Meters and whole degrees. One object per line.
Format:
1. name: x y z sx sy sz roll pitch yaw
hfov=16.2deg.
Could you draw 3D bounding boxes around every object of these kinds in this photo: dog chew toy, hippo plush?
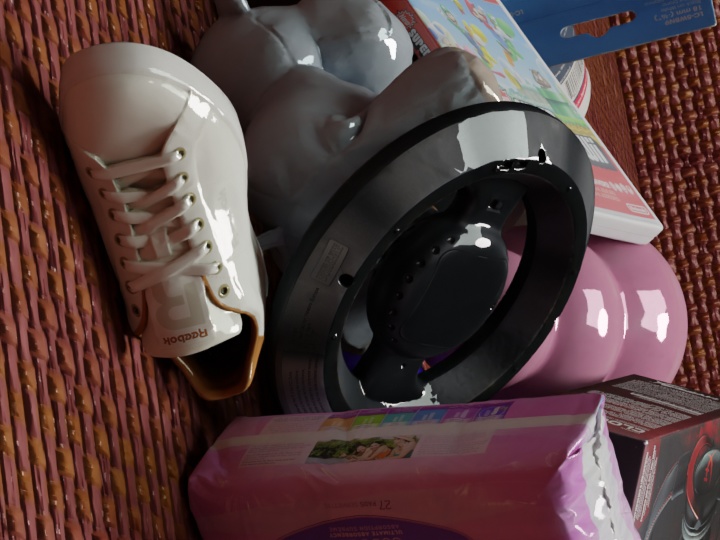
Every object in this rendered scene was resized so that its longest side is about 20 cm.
1. dog chew toy: 0.099 0.029 1.405 0.200 0.124 0.125 5 72 -56
2. hippo plush: -0.024 -0.059 1.303 0.161 0.200 0.159 -126 -155 -49

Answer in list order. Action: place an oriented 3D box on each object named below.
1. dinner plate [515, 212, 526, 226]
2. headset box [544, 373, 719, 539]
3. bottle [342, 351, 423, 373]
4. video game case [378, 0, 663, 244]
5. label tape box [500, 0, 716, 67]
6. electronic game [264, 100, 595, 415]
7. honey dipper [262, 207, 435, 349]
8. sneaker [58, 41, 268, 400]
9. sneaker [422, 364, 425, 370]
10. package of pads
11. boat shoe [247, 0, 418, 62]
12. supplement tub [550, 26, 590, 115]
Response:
1. dinner plate: 0.065 -0.031 1.579 0.024 0.200 0.200 -14 93 -35
2. headset box: 0.125 0.140 1.295 0.200 0.075 0.149 -5 107 -65
3. bottle: 0.003 0.104 1.332 0.084 0.065 0.200 118 -29 -79
4. video game case: 0.079 -0.101 1.396 0.143 0.017 0.200 9 43 -58
5. label tape box: 0.133 -0.223 1.549 0.063 0.144 0.200 62 18 -47
6. electronic game: 0.037 0.006 1.237 0.042 0.200 0.200 41 -13 36
7. honey dipper: 0.000 0.000 1.423 0.200 0.038 0.038 -43 123 -49
8. sneaker: -0.079 -0.016 1.118 0.200 0.073 0.085 66 15 -49
9. sneaker: 0.017 0.096 1.481 0.200 0.074 0.085 62 24 -26
10. package of pads: 0.031 0.125 1.170 0.076 0.200 0.121 -53 131 -55
11. boat shoe: 0.004 -0.124 1.404 0.200 0.073 0.065 34 15 -5
12. supplement tub: 0.080 -0.180 1.832 0.200 0.140 0.140 66 17 -44
